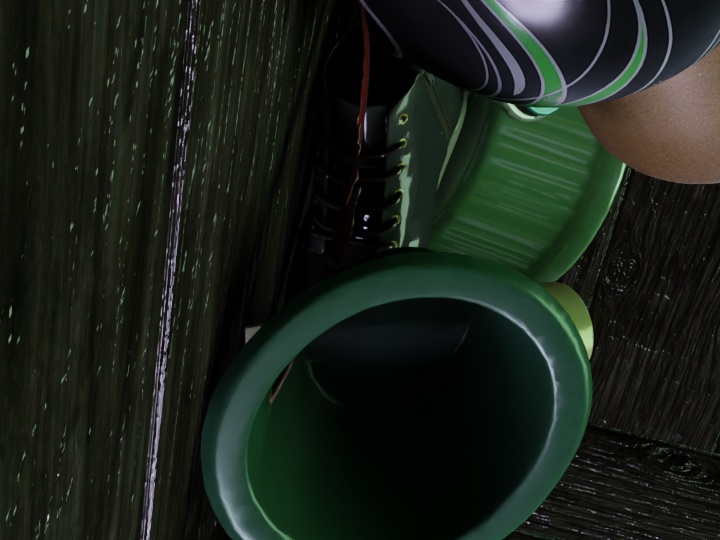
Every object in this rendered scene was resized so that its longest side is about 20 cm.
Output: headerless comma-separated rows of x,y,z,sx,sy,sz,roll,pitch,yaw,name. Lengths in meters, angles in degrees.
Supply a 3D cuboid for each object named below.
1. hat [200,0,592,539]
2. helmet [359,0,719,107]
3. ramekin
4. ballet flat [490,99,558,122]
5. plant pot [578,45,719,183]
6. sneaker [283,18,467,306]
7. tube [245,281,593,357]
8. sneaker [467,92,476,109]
0.007,0.017,0.845,0.200,0.166,0.176,-49,-150,16,hat
0.081,-0.161,0.762,0.191,0.200,0.200,52,48,-54,helmet
0.083,-0.090,1.196,0.200,0.098,0.200,-43,-141,48,ramekin
0.044,-0.155,0.918,0.200,0.069,0.069,56,36,-37,ballet flat
0.162,-0.173,0.960,0.200,0.186,0.187,42,57,-52,plant pot
-0.005,-0.032,0.913,0.106,0.075,0.200,48,55,-71,sneaker
0.026,0.047,0.896,0.052,0.200,0.058,-39,-113,51,tube
0.027,-0.128,1.049,0.084,0.077,0.200,-57,166,-21,sneaker
